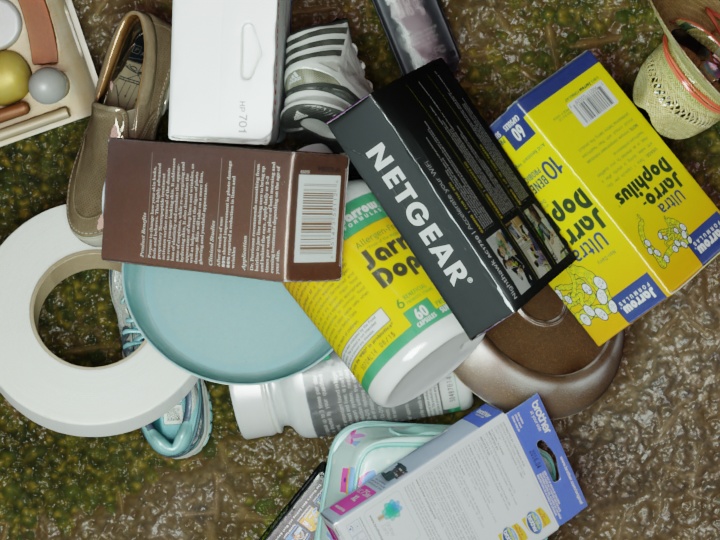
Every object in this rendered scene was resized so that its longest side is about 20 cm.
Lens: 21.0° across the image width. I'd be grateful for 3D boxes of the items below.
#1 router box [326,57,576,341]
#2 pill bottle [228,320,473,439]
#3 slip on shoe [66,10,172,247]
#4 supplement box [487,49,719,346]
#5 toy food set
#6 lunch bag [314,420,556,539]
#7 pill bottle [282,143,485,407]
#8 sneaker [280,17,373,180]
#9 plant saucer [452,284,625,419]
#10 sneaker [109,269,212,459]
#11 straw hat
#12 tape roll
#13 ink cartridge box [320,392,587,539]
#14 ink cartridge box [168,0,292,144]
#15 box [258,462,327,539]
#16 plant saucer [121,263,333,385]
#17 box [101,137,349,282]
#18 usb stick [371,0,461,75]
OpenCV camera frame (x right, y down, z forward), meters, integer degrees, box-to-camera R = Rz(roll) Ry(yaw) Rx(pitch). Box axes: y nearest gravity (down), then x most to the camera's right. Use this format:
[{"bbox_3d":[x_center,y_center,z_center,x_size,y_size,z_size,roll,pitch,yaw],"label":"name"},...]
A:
[{"bbox_3d":[0.074,-0.060,1.514,0.051,0.149,0.200,-34,90,29],"label":"router box"},{"bbox_3d":[-0.010,0.080,1.654,0.199,0.113,0.113,-11,96,2],"label":"pill bottle"},{"bbox_3d":[-0.201,-0.120,1.615,0.076,0.061,0.200,17,79,30],"label":"slip on shoe"},{"bbox_3d":[0.192,-0.060,1.604,0.109,0.109,0.200,-36,86,-38],"label":"supplement box"},{"bbox_3d":[-0.330,-0.174,1.662,0.200,0.060,0.144,-19,96,3],"label":"toy food set"},{"bbox_3d":[0.065,0.203,1.628,0.200,0.077,0.161,5,95,-25],"label":"lunch bag"},{"bbox_3d":[0.000,0.000,1.543,0.113,0.113,0.200,-40,73,5],"label":"pill bottle"},{"bbox_3d":[0.004,-0.145,1.619,0.076,0.200,0.116,-14,64,28],"label":"sneaker"},{"bbox_3d":[0.143,0.025,1.624,0.200,0.032,0.201,12,62,-23],"label":"plant saucer"},{"bbox_3d":[-0.170,0.065,1.668,0.077,0.086,0.200,-14,92,4],"label":"sneaker"},{"bbox_3d":[0.271,-0.153,1.598,0.085,0.201,0.201,-41,94,27],"label":"straw hat"},{"bbox_3d":[-0.221,0.038,1.622,0.202,0.037,0.203,1,68,-2],"label":"tape roll"},{"bbox_3d":[0.078,0.193,1.567,0.200,0.042,0.120,-31,110,-14],"label":"ink cartridge box"},{"bbox_3d":[-0.102,-0.177,1.584,0.086,0.200,0.147,3,95,3],"label":"ink cartridge box"},{"bbox_3d":[-0.032,0.295,1.712,0.160,0.044,0.200,39,96,-3],"label":"box"},{"bbox_3d":[-0.097,0.006,1.608,0.200,0.027,0.201,2,65,-5],"label":"plant saucer"},{"bbox_3d":[-0.107,-0.048,1.506,0.200,0.075,0.100,7,95,37],"label":"box"},{"bbox_3d":[0.028,-0.256,1.657,0.055,0.033,0.200,-23,95,-3],"label":"usb stick"}]
